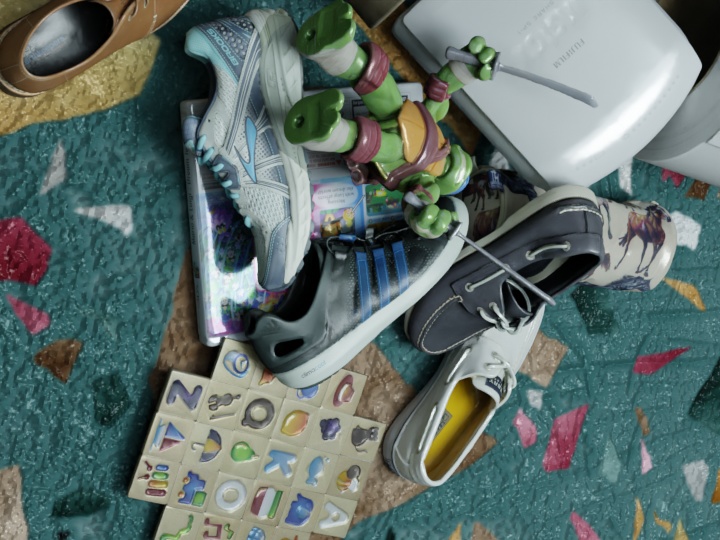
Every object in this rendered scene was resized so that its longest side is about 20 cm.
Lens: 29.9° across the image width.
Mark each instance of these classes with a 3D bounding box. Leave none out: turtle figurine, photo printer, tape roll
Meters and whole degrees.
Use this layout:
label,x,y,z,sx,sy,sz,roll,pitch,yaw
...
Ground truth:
label,x,y,z,sx,sy,sz,roll,pitch,yaw
turtle figurine,0.053,-0.102,0.932,0.194,0.200,0.144,24,99,-44
photo printer,0.149,-0.168,1.035,0.166,0.069,0.200,-42,89,1
tape roll,0.311,-0.169,1.103,0.139,0.202,0.204,15,90,-28

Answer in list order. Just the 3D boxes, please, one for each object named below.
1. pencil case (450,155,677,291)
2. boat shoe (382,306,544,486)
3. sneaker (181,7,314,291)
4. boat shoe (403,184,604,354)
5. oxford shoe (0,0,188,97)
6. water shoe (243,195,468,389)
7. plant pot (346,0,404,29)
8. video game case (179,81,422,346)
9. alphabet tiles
label,x,y,z,sx,sy,sz,roll,pitch,yaw
pencil case,0.168,-0.035,1.114,0.199,0.078,0.090,10,79,-29
boat shoe,0.097,0.090,1.098,0.071,0.070,0.200,44,77,-25
sneaker,-0.085,-0.083,0.959,0.086,0.078,0.201,-7,93,-16
boat shoe,0.108,0.015,1.031,0.072,0.063,0.200,20,132,-38
oxford shoe,-0.162,-0.187,0.924,0.200,0.071,0.071,-45,113,-17
water shoe,0.000,0.000,1.009,0.200,0.071,0.079,-45,112,-16
plant pot,0.023,-0.304,0.953,0.200,0.200,0.174,-45,99,-15
video game case,-0.037,-0.047,1.036,0.199,0.024,0.183,-9,101,-28
alphabet tiles,-0.076,0.144,1.038,0.199,0.006,0.167,18,93,-33
